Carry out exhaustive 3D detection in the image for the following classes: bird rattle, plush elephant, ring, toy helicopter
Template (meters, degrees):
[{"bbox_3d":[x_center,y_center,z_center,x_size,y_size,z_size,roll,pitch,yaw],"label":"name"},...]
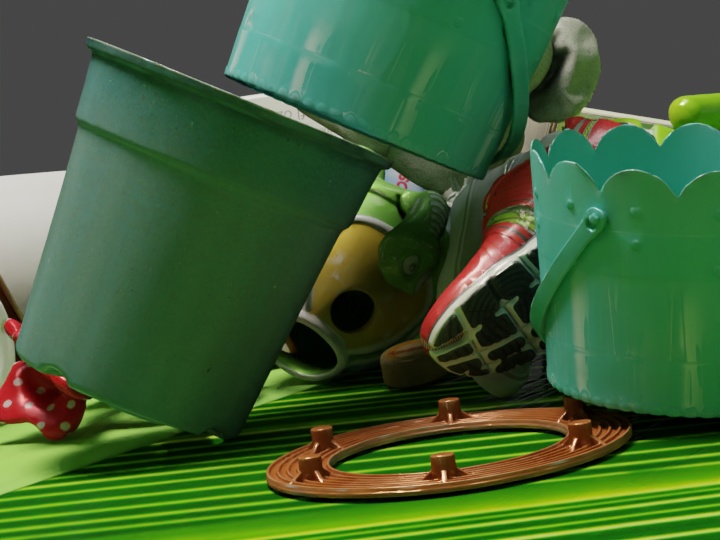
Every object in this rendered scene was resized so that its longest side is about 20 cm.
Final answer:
[{"bbox_3d":[-0.154,0.053,1.459,0.163,0.113,0.200,9,10,5],"label":"bird rattle"},{"bbox_3d":[0.073,-0.135,1.531,0.164,0.155,0.200,21,12,-38],"label":"plush elephant"},{"bbox_3d":[0.047,0.091,1.159,0.200,0.019,0.200,-8,5,1],"label":"ring"},{"bbox_3d":[0.106,0.038,1.455,0.200,0.079,0.132,-22,20,-25],"label":"toy helicopter"}]

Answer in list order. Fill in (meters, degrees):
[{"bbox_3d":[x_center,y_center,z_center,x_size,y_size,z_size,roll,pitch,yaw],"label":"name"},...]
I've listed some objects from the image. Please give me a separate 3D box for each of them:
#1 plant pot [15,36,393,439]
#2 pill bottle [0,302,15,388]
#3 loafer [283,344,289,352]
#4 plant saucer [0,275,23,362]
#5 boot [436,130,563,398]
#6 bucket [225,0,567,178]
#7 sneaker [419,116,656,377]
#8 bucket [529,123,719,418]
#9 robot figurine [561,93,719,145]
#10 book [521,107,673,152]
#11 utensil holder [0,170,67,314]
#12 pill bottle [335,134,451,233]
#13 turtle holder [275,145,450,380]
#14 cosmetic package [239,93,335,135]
[{"bbox_3d":[-0.107,-0.014,1.308,0.200,0.197,0.200,21,2,-1],"label":"plant pot"},{"bbox_3d":[-0.355,0.065,1.517,0.200,0.112,0.111,-6,6,24],"label":"pill bottle"},{"bbox_3d":[-0.061,0.034,1.637,0.200,0.068,0.076,-13,8,-43],"label":"loafer"},{"bbox_3d":[-0.348,0.032,1.611,0.199,0.037,0.200,-7,-34,7],"label":"plant saucer"},{"bbox_3d":[0.106,-0.013,1.363,0.096,0.074,0.200,-39,29,29],"label":"boot"},{"bbox_3d":[0.021,-0.150,1.342,0.207,0.135,0.207,22,3,-1],"label":"bucket"},{"bbox_3d":[0.100,-0.016,1.305,0.085,0.077,0.200,24,62,43],"label":"sneaker"},{"bbox_3d":[0.190,-0.004,1.193,0.207,0.135,0.207,0,11,0],"label":"bucket"},{"bbox_3d":[0.229,-0.040,1.556,0.200,0.176,0.116,17,20,0],"label":"robot figurine"},{"bbox_3d":[0.186,-0.056,1.665,0.200,0.134,0.048,3,14,-45],"label":"book"},{"bbox_3d":[-0.319,0.001,1.832,0.200,0.170,0.170,-12,7,-43],"label":"utensil holder"},{"bbox_3d":[0.012,-0.040,1.661,0.200,0.109,0.109,23,-1,-12],"label":"pill bottle"},{"bbox_3d":[0.002,0.007,1.495,0.185,0.141,0.132,6,49,37],"label":"turtle holder"},{"bbox_3d":[-0.020,-0.056,1.814,0.164,0.201,0.165,-7,5,10],"label":"cosmetic package"}]
